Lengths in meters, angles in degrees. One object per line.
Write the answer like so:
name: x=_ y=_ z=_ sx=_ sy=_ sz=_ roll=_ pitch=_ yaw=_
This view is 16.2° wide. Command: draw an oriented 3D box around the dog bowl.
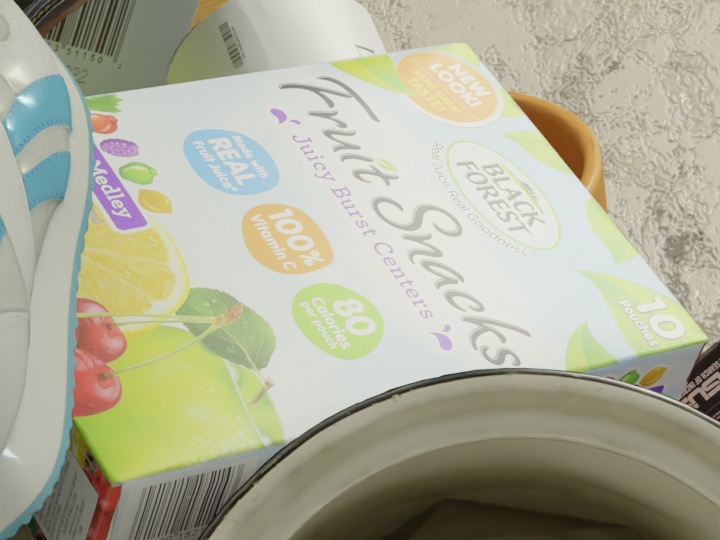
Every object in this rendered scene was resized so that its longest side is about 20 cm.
dog bowl: x=0.039 y=0.130 z=0.644 sx=0.200 sy=0.200 sz=0.074 roll=51 pitch=-14 yaw=9

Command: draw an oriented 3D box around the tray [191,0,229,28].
tray: x=-0.077 y=-0.071 z=1.150 sx=0.199 sy=0.037 sz=0.099 roll=-11 pitch=-50 yaw=49

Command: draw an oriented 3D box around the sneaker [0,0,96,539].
sneaker: x=-0.115 y=-0.023 z=0.629 sx=0.081 sy=0.076 sz=0.201 roll=56 pitch=14 yaw=-41

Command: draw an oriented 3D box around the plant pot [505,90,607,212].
plant pot: x=0.008 y=0.032 z=1.009 sx=0.200 sy=0.199 sz=0.141 roll=-118 pitch=-166 yaw=-63

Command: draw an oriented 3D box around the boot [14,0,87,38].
boot: x=-0.126 y=-0.119 z=0.791 sx=0.201 sy=0.074 sz=0.097 roll=-77 pitch=153 yaw=-48

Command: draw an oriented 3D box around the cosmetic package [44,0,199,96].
cosmetic package: x=-0.147 y=-0.122 z=0.990 sx=0.101 sy=0.072 sz=0.200 roll=13 pitch=12 yaw=-30

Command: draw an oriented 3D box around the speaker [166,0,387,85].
speaker: x=0.000 y=0.000 z=0.850 sx=0.081 sy=0.081 sz=0.201 roll=41 pitch=20 yaw=-53

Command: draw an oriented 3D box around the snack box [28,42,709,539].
snack box: x=-0.020 y=0.006 z=0.731 sx=0.199 sy=0.053 sz=0.143 roll=-11 pitch=50 yaw=-32

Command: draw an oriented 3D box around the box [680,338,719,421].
box: x=0.106 y=0.146 z=0.923 sx=0.158 sy=0.200 sz=0.050 roll=50 pitch=5 yaw=7
